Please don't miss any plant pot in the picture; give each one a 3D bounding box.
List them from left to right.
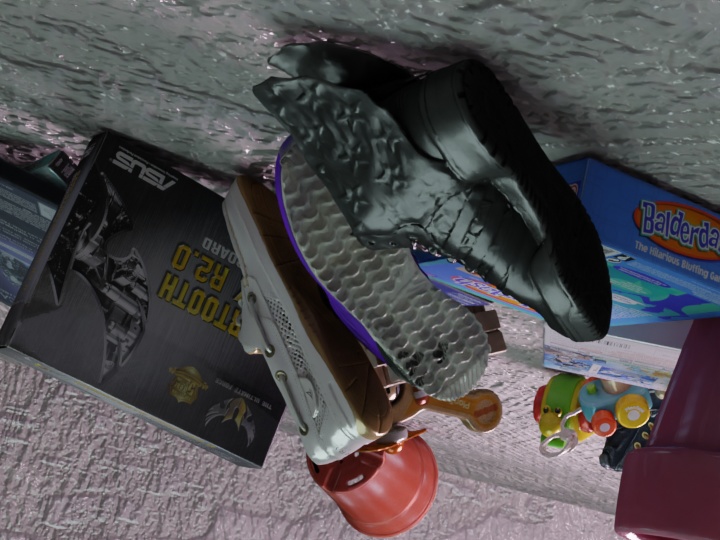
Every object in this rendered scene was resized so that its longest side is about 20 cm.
[{"bbox_3d":[0.011,0.336,2.133,0.198,0.203,0.195,7,158,27],"label":"plant pot"},{"bbox_3d":[0.268,0.095,0.766,0.197,0.181,0.200,12,168,3],"label":"plant pot"}]

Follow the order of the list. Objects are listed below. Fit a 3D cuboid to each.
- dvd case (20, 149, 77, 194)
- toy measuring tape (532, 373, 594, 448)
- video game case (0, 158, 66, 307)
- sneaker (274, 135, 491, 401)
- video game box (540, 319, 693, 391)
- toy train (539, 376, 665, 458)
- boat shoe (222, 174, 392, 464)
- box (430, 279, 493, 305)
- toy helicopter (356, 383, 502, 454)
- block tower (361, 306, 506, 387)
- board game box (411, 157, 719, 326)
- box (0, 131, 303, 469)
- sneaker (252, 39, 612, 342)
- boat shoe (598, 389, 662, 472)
[{"bbox_3d":[-0.204,-0.004,0.981,0.145,0.022,0.200,-11,129,48],"label":"dvd case"},{"bbox_3d":[0.235,0.139,1.327,0.073,0.075,0.199,6,-171,29],"label":"toy measuring tape"},{"bbox_3d":[-0.262,-0.016,0.977,0.142,0.019,0.201,26,149,11],"label":"video game case"},{"bbox_3d":[-0.005,-0.005,0.763,0.201,0.069,0.099,57,164,-28],"label":"sneaker"},{"bbox_3d":[0.239,0.059,0.952,0.197,0.047,0.182,11,166,10],"label":"video game box"},{"bbox_3d":[0.250,0.124,1.071,0.199,0.150,0.056,6,128,45],"label":"toy train"},{"bbox_3d":[-0.053,0.033,0.815,0.069,0.202,0.071,-35,158,23],"label":"boat shoe"},{"bbox_3d":[0.000,0.000,0.974,0.120,0.033,0.199,22,164,-31],"label":"box"},{"bbox_3d":[0.061,0.135,1.276,0.198,0.134,0.079,19,166,-25],"label":"toy helicopter"},{"bbox_3d":[0.030,0.070,1.064,0.199,0.055,0.057,-22,170,42],"label":"block tower"},{"bbox_3d":[0.134,-0.009,0.761,0.151,0.046,0.199,19,166,-25],"label":"board game box"},{"bbox_3d":[-0.128,0.024,0.852,0.199,0.160,0.048,30,161,-24],"label":"box"},{"bbox_3d":[0.040,-0.035,0.610,0.103,0.060,0.200,-15,125,33],"label":"sneaker"},{"bbox_3d":[0.296,0.155,1.208,0.070,0.092,0.200,15,168,-9],"label":"boat shoe"}]
